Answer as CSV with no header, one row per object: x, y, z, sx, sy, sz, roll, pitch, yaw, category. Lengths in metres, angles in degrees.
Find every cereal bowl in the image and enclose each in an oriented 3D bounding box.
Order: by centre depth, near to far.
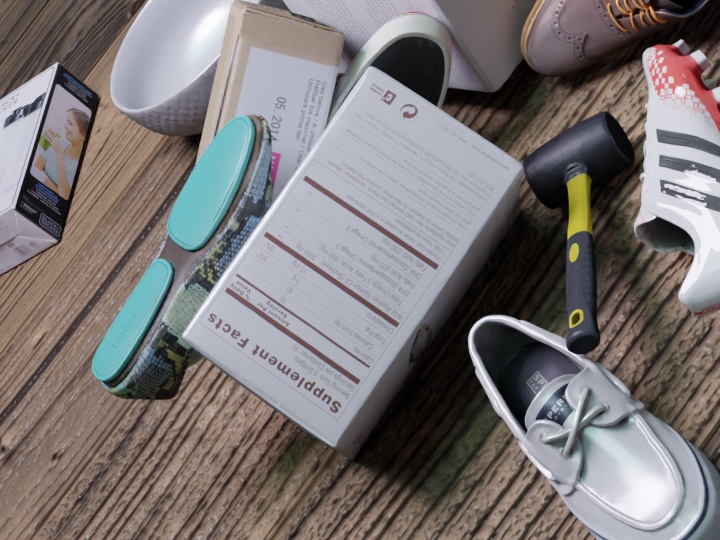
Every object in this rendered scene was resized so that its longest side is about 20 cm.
-0.124,-0.198,1.311,0.200,0.083,0.201,-31,38,28,cereal bowl

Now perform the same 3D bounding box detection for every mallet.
0.120,-0.018,0.869,0.066,0.041,0.201,-27,30,33,mallet

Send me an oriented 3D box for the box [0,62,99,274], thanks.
-0.339,-0.100,1.489,0.116,0.060,0.201,-24,42,34,box

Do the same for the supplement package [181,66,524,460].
0.000,0.000,0.916,0.201,0.117,0.117,-55,-9,-6,supplement package

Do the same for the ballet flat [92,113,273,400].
-0.098,-0.004,0.949,0.201,0.074,0.074,-57,33,9,ballet flat

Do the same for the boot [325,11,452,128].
0.004,-0.128,1.062,0.145,0.072,0.200,-91,23,-47,boot

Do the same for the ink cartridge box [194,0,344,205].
-0.074,-0.083,1.045,0.165,0.075,0.201,-121,44,-75,ink cartridge box

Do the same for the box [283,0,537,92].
0.055,-0.225,1.088,0.152,0.106,0.200,-49,32,-16,box

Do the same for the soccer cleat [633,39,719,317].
0.185,-0.056,0.837,0.085,0.069,0.201,-34,42,16,soccer cleat

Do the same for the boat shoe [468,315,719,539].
0.114,0.086,0.785,0.074,0.065,0.200,-51,34,0,boat shoe

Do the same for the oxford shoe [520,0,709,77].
0.174,-0.180,0.935,0.200,0.071,0.073,-38,19,37,oxford shoe
